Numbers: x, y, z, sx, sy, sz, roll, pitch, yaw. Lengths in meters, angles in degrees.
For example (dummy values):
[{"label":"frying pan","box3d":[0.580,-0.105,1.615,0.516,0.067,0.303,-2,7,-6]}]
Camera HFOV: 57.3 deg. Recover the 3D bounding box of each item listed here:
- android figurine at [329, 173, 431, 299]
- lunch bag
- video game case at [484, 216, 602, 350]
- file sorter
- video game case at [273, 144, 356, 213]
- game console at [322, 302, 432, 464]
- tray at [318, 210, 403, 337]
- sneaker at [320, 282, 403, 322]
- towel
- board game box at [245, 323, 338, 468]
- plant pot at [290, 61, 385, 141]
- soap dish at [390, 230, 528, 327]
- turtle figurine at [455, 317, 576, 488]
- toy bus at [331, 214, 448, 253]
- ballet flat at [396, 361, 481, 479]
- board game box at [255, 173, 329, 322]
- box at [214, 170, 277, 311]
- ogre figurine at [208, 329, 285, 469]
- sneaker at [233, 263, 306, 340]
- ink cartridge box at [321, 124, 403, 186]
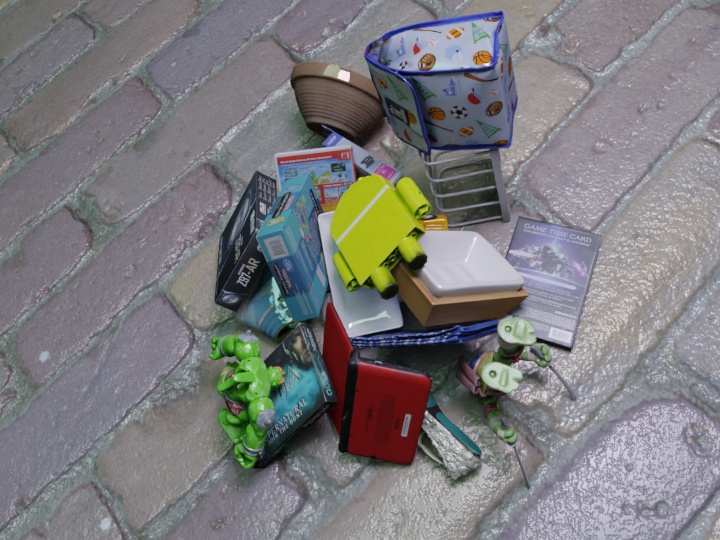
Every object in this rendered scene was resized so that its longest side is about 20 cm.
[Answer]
[{"label":"android figurine","box3d":[0.023,-0.059,0.986,0.183,0.041,0.202,-48,49,18]},{"label":"lunch bag","box3d":[0.115,-0.260,0.948,0.195,0.171,0.126,4,61,22]},{"label":"video game case","box3d":[0.297,0.016,1.068,0.140,0.019,0.204,15,67,21]},{"label":"file sorter","box3d":[0.173,-0.183,1.103,0.121,0.201,0.142,-10,60,14]},{"label":"video game case","box3d":[-0.069,-0.110,1.155,0.139,0.205,0.017,-3,18,13]},{"label":"game console","box3d":[0.015,0.169,0.976,0.168,0.203,0.120,10,40,4]},{"label":"tray","box3d":[0.000,0.000,1.061,0.104,0.022,0.206,-11,87,7]},{"label":"sneaker","box3d":[0.022,0.050,1.104,0.194,0.075,0.083,-5,75,16]},{"label":"towel","box3d":[0.097,0.093,0.982,0.196,0.143,0.025,-8,88,37]},{"label":"board game box","box3d":[-0.123,0.197,1.026,0.200,0.028,0.137,-45,52,29]},{"label":"plant pot","box3d":[-0.045,-0.303,1.236,0.196,0.200,0.095,15,87,22]},{"label":"soap dish","box3d":[0.140,0.010,1.018,0.196,0.083,0.158,-3,38,-34]},{"label":"turtle figurine","box3d":[0.228,0.160,0.914,0.142,0.195,0.201,-33,62,-6]},{"label":"toy bus","box3d":[0.054,-0.044,1.112,0.194,0.067,0.079,-8,18,6]},{"label":"ballet flat","box3d":[0.097,0.228,0.989,0.071,0.072,0.200,-38,60,-7]},{"label":"board game box","box3d":[-0.095,-0.041,1.052,0.046,0.154,0.201,-13,28,15]},{"label":"box","box3d":[-0.196,-0.054,1.135,0.162,0.043,0.202,-55,26,27]},{"label":"ogre figurine","box3d":[-0.175,0.182,0.995,0.120,0.096,0.204,-40,41,46]},{"label":"sneaker","box3d":[-0.123,0.026,1.131,0.129,0.079,0.204,29,99,23]},{"label":"ink cartridge box","box3d":[0.001,-0.173,1.187,0.042,0.120,0.199,-44,61,-14]}]
